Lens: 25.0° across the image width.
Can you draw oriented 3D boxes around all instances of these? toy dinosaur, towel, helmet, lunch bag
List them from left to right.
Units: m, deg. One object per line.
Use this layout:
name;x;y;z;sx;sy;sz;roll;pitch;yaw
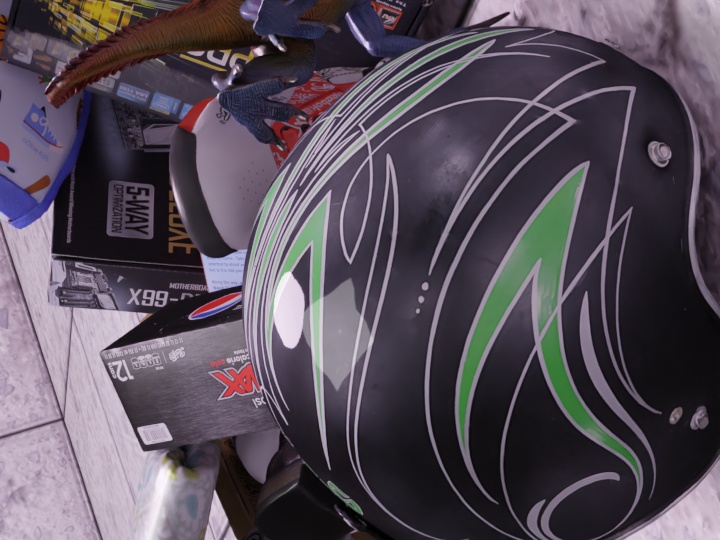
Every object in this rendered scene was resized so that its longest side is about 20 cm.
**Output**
lunch bag;-0.241;-0.139;0.928;0.170;0.123;0.201;42;-149;-44
towel;-0.119;0.156;0.985;0.200;0.048;0.172;-96;18;-72
toy dinosaur;-0.021;-0.144;0.722;0.182;0.199;0.105;-79;-4;-53
helmet;0.049;0.004;0.655;0.200;0.199;0.191;42;160;59

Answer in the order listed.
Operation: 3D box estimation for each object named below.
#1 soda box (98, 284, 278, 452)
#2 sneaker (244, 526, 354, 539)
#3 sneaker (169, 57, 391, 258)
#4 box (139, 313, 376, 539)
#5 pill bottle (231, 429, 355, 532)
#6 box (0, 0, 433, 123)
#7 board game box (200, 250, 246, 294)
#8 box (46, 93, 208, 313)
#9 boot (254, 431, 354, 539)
soda box;-0.036;0.040;0.841;0.199;0.071;0.064;-13;105;36
sneaker;-0.062;0.194;0.925;0.074;0.200;0.089;-33;75;33
sneaker;-0.006;-0.063;0.752;0.201;0.107;0.068;-39;-65;-67
box;-0.062;0.121;1.157;0.021;0.163;0.200;-45;51;19
pill bottle;-0.044;0.074;1.087;0.111;0.110;0.200;95;153;-48
box;-0.077;-0.140;0.848;0.161;0.199;0.049;125;161;-55
board game box;0.000;0.000;0.859;0.199;0.019;0.104;2;113;33
box;-0.108;-0.063;0.996;0.050;0.157;0.201;108;163;-49
boot;0.011;0.053;0.933;0.069;0.199;0.175;44;-147;-33
